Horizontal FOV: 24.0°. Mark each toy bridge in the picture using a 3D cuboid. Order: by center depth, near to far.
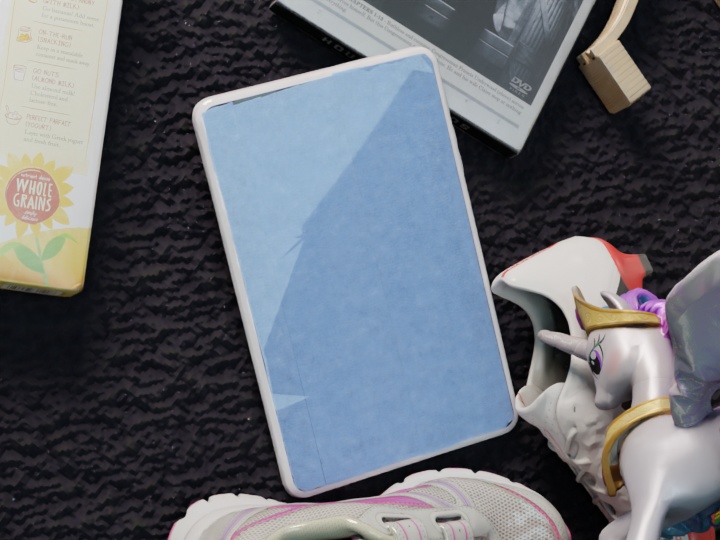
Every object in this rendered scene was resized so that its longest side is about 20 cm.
[{"bbox_3d":[0.193,-0.169,0.915,0.199,0.027,0.067,-38,95,-16],"label":"toy bridge"}]

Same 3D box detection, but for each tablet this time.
[{"bbox_3d":[0.000,0.000,0.841,0.129,0.014,0.202,-15,97,-16],"label":"tablet"}]

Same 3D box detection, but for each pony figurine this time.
[{"bbox_3d":[0.166,0.072,0.737,0.166,0.192,0.202,35,44,-45],"label":"pony figurine"}]

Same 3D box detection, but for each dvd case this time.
[{"bbox_3d":[0.062,-0.182,0.880,0.149,0.025,0.201,30,79,-12],"label":"dvd case"}]

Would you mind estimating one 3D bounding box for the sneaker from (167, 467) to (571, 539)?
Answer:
[{"bbox_3d":[0.012,0.144,0.798,0.198,0.088,0.082,-5,95,-16],"label":"sneaker"}]

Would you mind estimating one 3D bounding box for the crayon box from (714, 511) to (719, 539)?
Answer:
[{"bbox_3d":[0.255,0.066,0.864,0.058,0.119,0.201,35,76,-10],"label":"crayon box"}]

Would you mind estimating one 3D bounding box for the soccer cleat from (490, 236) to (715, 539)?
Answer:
[{"bbox_3d":[0.123,0.083,0.850,0.084,0.069,0.202,-12,84,-22],"label":"soccer cleat"}]

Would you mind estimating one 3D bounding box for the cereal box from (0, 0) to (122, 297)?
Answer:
[{"bbox_3d":[-0.188,-0.097,0.793,0.142,0.039,0.202,9,82,-15],"label":"cereal box"}]
